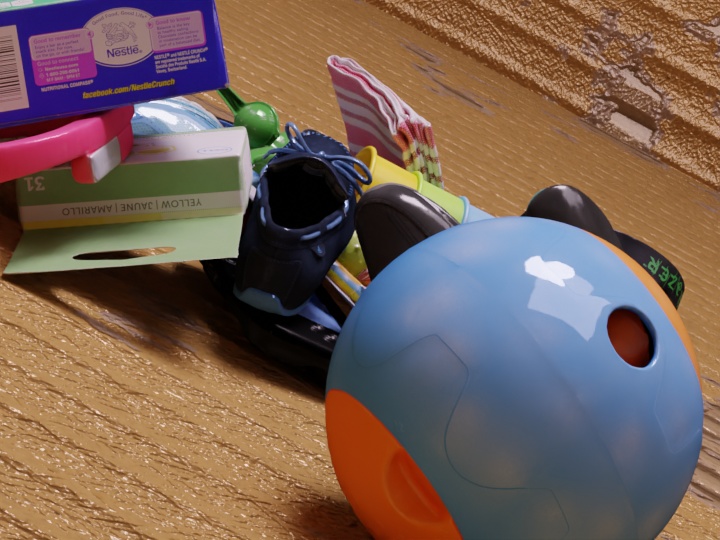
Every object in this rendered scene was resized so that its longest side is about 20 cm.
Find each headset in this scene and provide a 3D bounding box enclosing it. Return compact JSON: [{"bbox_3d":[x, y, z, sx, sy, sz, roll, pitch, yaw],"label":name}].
[{"bbox_3d":[0.146,0.009,1.763,0.199,0.094,0.123,10,-23,40],"label":"headset"}]

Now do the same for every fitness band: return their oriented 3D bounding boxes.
[{"bbox_3d":[-0.218,-0.081,1.445,0.143,0.038,0.200,-2,15,9],"label":"fitness band"}]

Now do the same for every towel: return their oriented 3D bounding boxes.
[{"bbox_3d":[0.025,-0.051,1.752,0.030,0.201,0.146,-21,32,-16],"label":"towel"}]

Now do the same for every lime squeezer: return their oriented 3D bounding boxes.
[{"bbox_3d":[-0.084,-0.101,1.668,0.070,0.038,0.200,17,23,-25],"label":"lime squeezer"}]

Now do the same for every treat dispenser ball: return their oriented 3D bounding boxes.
[{"bbox_3d":[0.081,0.072,1.226,0.200,0.202,0.201,26,12,-6],"label":"treat dispenser ball"}]

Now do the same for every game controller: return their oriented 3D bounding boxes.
[{"bbox_3d":[-0.054,0.018,1.523,0.104,0.042,0.200,35,7,-27],"label":"game controller"}]

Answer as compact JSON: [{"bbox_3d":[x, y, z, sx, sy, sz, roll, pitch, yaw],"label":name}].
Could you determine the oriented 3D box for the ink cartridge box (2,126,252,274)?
[{"bbox_3d":[-0.143,-0.046,1.455,0.145,0.048,0.200,-4,12,0],"label":"ink cartridge box"}]

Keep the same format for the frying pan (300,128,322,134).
[{"bbox_3d":[0.005,-0.019,1.705,0.191,0.031,0.115,57,19,-7],"label":"frying pan"}]

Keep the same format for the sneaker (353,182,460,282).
[{"bbox_3d":[0.044,0.039,1.445,0.079,0.075,0.201,-17,78,-50],"label":"sneaker"}]

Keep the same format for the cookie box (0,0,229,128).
[{"bbox_3d":[-0.185,-0.152,1.484,0.170,0.076,0.200,-10,15,-10],"label":"cookie box"}]

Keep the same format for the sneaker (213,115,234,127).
[{"bbox_3d":[-0.094,-0.077,1.809,0.199,0.070,0.078,24,4,-33],"label":"sneaker"}]

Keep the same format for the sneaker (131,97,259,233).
[{"bbox_3d":[-0.107,-0.064,1.687,0.199,0.079,0.090,25,16,-12],"label":"sneaker"}]

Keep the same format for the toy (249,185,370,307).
[{"bbox_3d":[0.000,0.000,1.574,0.200,0.047,0.115,50,2,25],"label":"toy"}]

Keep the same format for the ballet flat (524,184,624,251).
[{"bbox_3d":[0.155,0.042,1.492,0.068,0.201,0.068,-21,22,-11],"label":"ballet flat"}]

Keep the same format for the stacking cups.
[{"bbox_3d":[0.077,-0.016,1.659,0.199,0.061,0.061,28,11,-18],"label":"stacking cups"}]

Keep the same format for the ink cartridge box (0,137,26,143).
[{"bbox_3d":[-0.264,-0.169,1.616,0.199,0.145,0.084,23,14,-19],"label":"ink cartridge box"}]

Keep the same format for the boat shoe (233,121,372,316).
[{"bbox_3d":[-0.029,-0.043,1.489,0.084,0.069,0.200,14,30,-5],"label":"boat shoe"}]
